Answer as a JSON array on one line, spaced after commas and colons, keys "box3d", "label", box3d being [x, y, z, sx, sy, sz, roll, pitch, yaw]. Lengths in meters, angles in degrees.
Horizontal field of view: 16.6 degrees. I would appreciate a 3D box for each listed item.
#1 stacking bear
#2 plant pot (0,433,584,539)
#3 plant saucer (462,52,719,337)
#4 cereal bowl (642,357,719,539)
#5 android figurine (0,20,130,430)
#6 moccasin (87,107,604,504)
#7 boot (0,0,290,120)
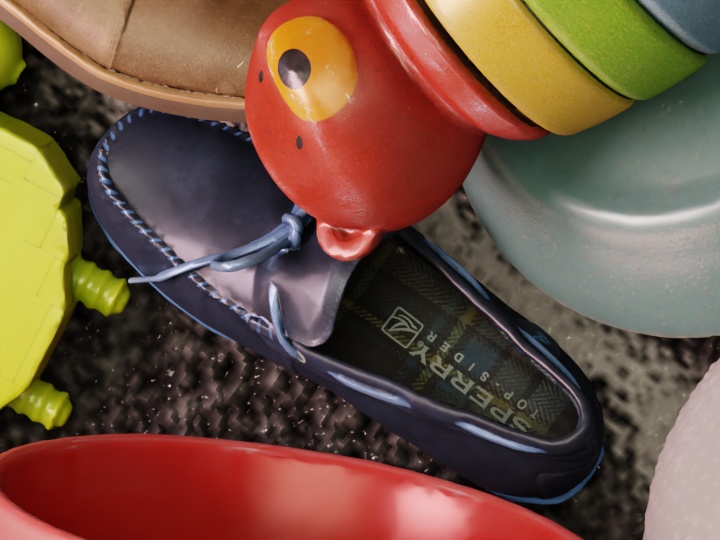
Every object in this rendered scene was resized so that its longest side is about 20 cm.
[{"box3d": [0.048, -0.088, 0.734, 0.200, 0.114, 0.122, -38, 69, 18], "label": "stacking bear"}, {"box3d": [-0.033, 0.160, 0.769, 0.199, 0.200, 0.179, 10, 98, 9], "label": "plant pot"}, {"box3d": [0.104, -0.081, 0.787, 0.199, 0.036, 0.202, -9, 73, 31], "label": "plant saucer"}, {"box3d": [0.177, 0.070, 0.738, 0.198, 0.084, 0.201, -11, 50, 14], "label": "cereal bowl"}, {"box3d": [-0.178, -0.015, 0.850, 0.199, 0.041, 0.183, 26, 99, -2], "label": "android figurine"}, {"box3d": [0.000, 0.000, 0.817, 0.199, 0.068, 0.081, 29, 75, 5], "label": "moccasin"}, {"box3d": [-0.081, -0.112, 0.803, 0.199, 0.074, 0.076, 24, 133, 0], "label": "boot"}]
